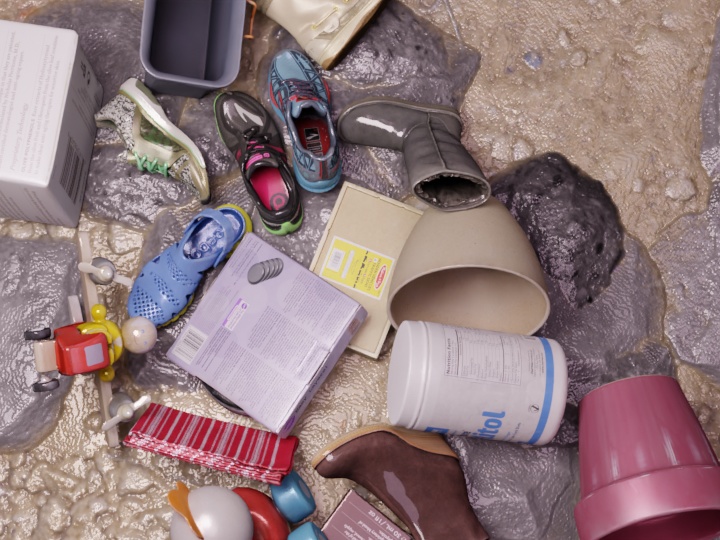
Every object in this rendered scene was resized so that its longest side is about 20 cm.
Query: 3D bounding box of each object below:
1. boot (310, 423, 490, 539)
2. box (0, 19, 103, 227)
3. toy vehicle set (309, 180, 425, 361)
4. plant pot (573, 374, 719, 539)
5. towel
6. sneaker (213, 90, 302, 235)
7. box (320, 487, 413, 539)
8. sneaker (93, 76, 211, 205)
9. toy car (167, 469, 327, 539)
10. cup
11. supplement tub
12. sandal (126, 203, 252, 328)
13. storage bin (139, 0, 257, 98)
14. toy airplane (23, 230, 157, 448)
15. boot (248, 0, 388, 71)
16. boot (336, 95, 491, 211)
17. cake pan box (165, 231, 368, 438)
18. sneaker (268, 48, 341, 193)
[{"bbox_3d":[0.051,0.268,1.605,0.198,0.073,0.168,-4,56,-34],"label":"boot"},{"bbox_3d":[-0.429,-0.180,1.661,0.169,0.199,0.203,8,77,0],"label":"box"},{"bbox_3d":[0.000,0.000,1.723,0.123,0.027,0.202,22,80,3],"label":"toy vehicle set"},{"bbox_3d":[0.342,0.232,1.616,0.197,0.201,0.181,-8,64,-3],"label":"plant pot"},{"bbox_3d":[-0.174,0.204,1.624,0.198,0.145,0.023,14,101,2],"label":"towel"},{"bbox_3d":[-0.125,-0.145,1.719,0.076,0.084,0.202,-27,81,-7],"label":"sneaker"},{"bbox_3d":[-0.034,0.372,1.631,0.100,0.075,0.201,36,82,5],"label":"box"},{"bbox_3d":[-0.266,-0.148,1.718,0.088,0.077,0.200,-37,74,-18],"label":"sneaker"},{"bbox_3d":[-0.161,0.295,1.548,0.183,0.200,0.177,-33,39,5],"label":"toy car"},{"bbox_3d":[0.131,-0.011,1.662,0.198,0.201,0.145,2,57,-1],"label":"cup"},{"bbox_3d":[0.140,0.136,1.636,0.197,0.132,0.134,7,79,-9],"label":"supplement tub"},{"bbox_3d":[-0.220,-0.012,1.692,0.079,0.087,0.200,39,83,4],"label":"sandal"},{"bbox_3d":[-0.212,-0.316,1.720,0.144,0.134,0.203,7,80,-15],"label":"storage bin"},{"bbox_3d":[-0.311,0.084,1.618,0.139,0.201,0.201,-8,51,1],"label":"toy airplane"},{"bbox_3d":[-0.038,-0.384,1.772,0.155,0.073,0.201,39,86,3],"label":"boot"},{"bbox_3d":[0.062,-0.142,1.672,0.179,0.073,0.201,-3,38,-1],"label":"boot"},{"bbox_3d":[-0.118,0.082,1.670,0.183,0.052,0.201,30,82,21],"label":"cake pan box"},{"bbox_3d":[-0.064,-0.206,1.720,0.078,0.096,0.202,-16,71,-10],"label":"sneaker"}]
